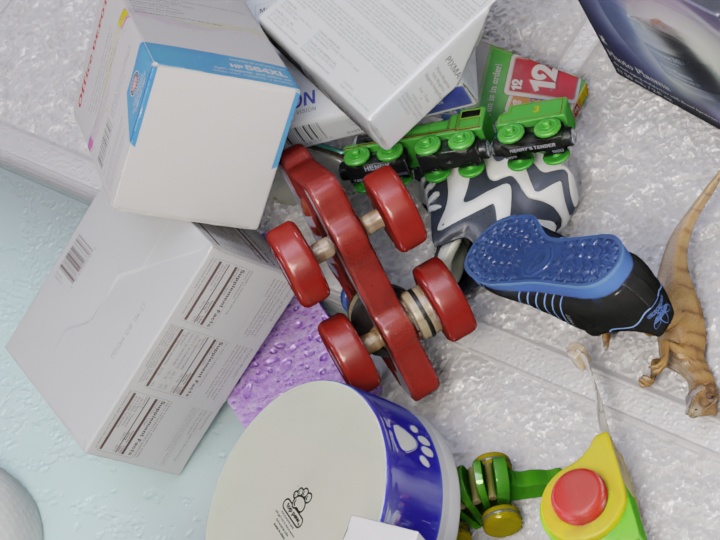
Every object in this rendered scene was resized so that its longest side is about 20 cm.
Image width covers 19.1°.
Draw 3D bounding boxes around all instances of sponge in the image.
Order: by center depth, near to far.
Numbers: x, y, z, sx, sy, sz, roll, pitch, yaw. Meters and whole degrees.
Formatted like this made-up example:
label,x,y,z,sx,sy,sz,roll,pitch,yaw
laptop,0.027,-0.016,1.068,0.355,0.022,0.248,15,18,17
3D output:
label,x,y,z,sx,sy,sz,roll,pitch,yaw
sponge,-0.072,0.066,1.779,0.111,0.030,0.200,-38,48,1

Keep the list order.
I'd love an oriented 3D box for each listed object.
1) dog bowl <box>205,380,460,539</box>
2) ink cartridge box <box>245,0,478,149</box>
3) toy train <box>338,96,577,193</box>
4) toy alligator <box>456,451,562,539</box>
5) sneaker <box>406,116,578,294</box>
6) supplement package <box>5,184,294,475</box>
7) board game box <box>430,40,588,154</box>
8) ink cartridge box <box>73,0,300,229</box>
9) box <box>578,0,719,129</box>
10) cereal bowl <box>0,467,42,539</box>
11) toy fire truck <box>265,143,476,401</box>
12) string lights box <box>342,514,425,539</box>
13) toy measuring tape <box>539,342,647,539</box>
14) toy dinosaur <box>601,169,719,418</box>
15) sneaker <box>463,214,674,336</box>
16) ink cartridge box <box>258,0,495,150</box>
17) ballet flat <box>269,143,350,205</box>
label,x,y,z,sx,sy,sz,roll,pitch,yaw
dog bowl,-0.023,0.187,1.592,0.199,0.079,0.202,-25,53,38
ink cartridge box,-0.003,-0.205,1.780,0.195,0.043,0.202,-14,59,19
toy train,0.077,-0.102,1.708,0.198,0.042,0.057,-7,40,19
toy alligator,0.055,0.177,1.614,0.199,0.054,0.060,-20,50,16
sneaker,0.067,-0.045,1.745,0.198,0.080,0.130,21,61,27
supplement package,-0.171,0.035,1.759,0.201,0.110,0.156,-57,47,12
board game box,0.083,-0.151,1.809,0.199,0.030,0.096,22,70,21
ink cartridge box,-0.146,-0.142,1.717,0.200,0.124,0.129,-119,42,-54
box,0.270,-0.215,1.673,0.123,0.199,0.200,-48,49,-9
cereal bowl,-0.371,0.236,1.791,0.199,0.083,0.201,-15,53,20
toy fire truck,0.000,0.000,1.688,0.112,0.201,0.168,-30,17,-3
string lights box,0.036,0.261,1.469,0.059,0.200,0.103,10,64,33
toy measuring tape,0.158,0.146,1.571,0.073,0.074,0.201,-23,50,13
toy dinosaur,0.235,0.027,1.629,0.105,0.060,0.202,-6,65,10
sneaker,0.153,0.011,1.600,0.070,0.078,0.200,-51,27,-12
ink cartridge box,0.039,-0.215,1.713,0.200,0.057,0.163,-41,54,-6
ballet flat,-0.074,-0.091,1.875,0.199,0.070,0.070,21,70,42
